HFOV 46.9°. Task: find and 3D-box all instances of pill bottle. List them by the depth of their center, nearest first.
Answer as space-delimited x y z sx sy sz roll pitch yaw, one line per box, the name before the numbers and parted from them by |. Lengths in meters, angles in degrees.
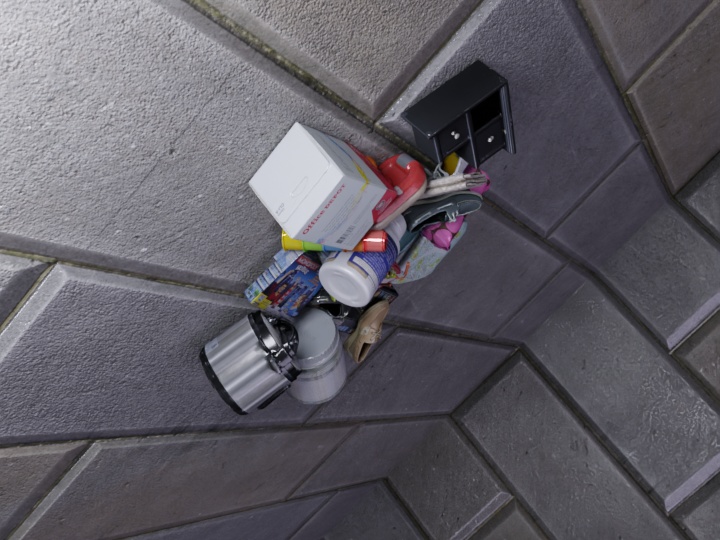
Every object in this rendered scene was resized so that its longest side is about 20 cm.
pill bottle | 0.012 -0.037 1.687 0.201 0.119 0.120 -56 167 -31

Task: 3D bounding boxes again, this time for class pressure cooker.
pressure cooker | -0.216 0.183 1.744 0.199 0.177 0.179 -36 153 -2

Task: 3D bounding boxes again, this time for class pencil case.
pencil case | 0.222 -0.145 1.917 0.201 0.090 0.094 -54 153 -8

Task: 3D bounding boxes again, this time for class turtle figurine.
turtle figurine | 0.014 0.011 1.796 0.159 0.065 0.200 -15 174 -25

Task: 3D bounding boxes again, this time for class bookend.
bookend | 0.199 -0.272 1.648 0.199 0.092 0.200 -35 142 -12

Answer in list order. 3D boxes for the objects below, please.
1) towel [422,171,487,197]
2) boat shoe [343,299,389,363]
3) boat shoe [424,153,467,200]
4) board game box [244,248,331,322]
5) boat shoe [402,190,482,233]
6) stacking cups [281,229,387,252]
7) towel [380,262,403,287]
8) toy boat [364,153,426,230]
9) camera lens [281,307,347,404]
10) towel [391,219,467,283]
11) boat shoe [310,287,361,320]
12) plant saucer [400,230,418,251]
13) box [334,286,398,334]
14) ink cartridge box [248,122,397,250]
towel | 0.152 -0.171 1.707 0.198 0.035 0.132 -10 -178 28
boat shoe | 0.027 0.153 2.092 0.071 0.065 0.201 -15 148 -42
boat shoe | 0.184 -0.213 1.803 0.086 0.075 0.203 -12 141 -49
board game box | -0.129 0.002 1.717 0.200 0.062 0.200 -44 156 4
boat shoe | 0.181 -0.122 1.810 0.197 0.062 0.073 -11 146 -16
stacking cups | -0.048 -0.056 1.581 0.060 0.197 0.061 6 90 -80
towel | 0.000 0.000 1.864 0.143 0.023 0.200 -29 145 14
toy boat | 0.024 -0.167 1.616 0.199 0.131 0.131 -40 126 -3
camera lens | -0.117 0.204 1.937 0.159 0.160 0.201 -32 144 -19
towel | 0.166 -0.052 2.091 0.170 0.048 0.201 -11 142 -51
boat shoe | -0.058 0.081 1.890 0.071 0.068 0.200 -21 150 20
plant saucer | 0.064 -0.088 1.886 0.199 0.036 0.201 -33 155 -17
box | -0.007 0.083 2.060 0.161 0.049 0.200 -42 156 11
ink cartridge box | -0.063 -0.143 1.457 0.146 0.145 0.199 -48 156 17
